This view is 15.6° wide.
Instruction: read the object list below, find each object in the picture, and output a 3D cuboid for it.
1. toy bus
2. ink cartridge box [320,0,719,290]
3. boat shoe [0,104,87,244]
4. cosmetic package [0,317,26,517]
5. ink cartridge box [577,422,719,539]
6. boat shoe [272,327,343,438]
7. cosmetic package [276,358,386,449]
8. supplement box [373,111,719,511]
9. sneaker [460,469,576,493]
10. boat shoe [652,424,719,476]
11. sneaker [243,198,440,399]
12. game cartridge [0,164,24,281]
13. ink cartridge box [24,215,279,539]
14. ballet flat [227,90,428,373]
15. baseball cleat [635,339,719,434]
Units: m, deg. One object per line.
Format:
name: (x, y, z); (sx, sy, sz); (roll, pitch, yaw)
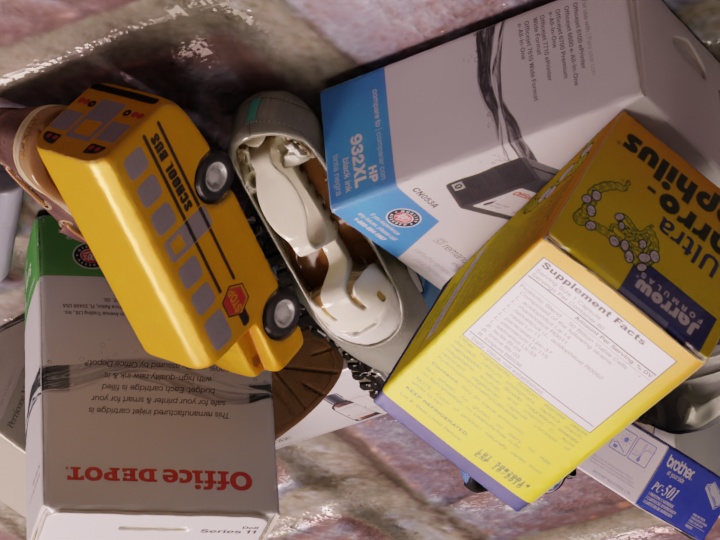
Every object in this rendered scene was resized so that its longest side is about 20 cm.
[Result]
toy bus: (-0.105, -0.015, 1.495); (0.065, 0.078, 0.200); (15, 142, 41)
ink cartridge box: (0.100, -0.072, 1.492); (0.200, 0.084, 0.145); (-19, 148, 25)
boat shoe: (-0.147, -0.045, 1.545); (0.072, 0.072, 0.200); (14, 169, 40)
cosmetic package: (-0.171, 0.127, 1.746); (0.200, 0.104, 0.073); (38, 141, -28)
ink cartridge box: (0.135, 0.098, 1.670); (0.200, 0.044, 0.094); (32, 180, 40)
boat shoe: (-0.100, 0.103, 1.710); (0.200, 0.064, 0.071); (-39, 124, -17)
cosmetic package: (-0.023, 0.072, 1.782); (0.200, 0.051, 0.083); (-20, 147, 27)
supplement box: (0.114, 0.026, 1.433); (0.109, 0.110, 0.200); (38, 141, -5)
sneaker: (0.141, 0.106, 1.807); (0.078, 0.089, 0.200); (9, 156, -41)
boat shoe: (0.240, 0.103, 1.791); (0.064, 0.071, 0.200); (-3, -175, 34)
sneaker: (0.000, 0.000, 1.630); (0.078, 0.090, 0.200); (-7, 136, 38)
game cartridge: (-0.305, -0.030, 1.572); (0.200, 0.042, 0.133); (2, 147, -11)
ink cartridge box: (-0.132, 0.074, 1.612); (0.146, 0.200, 0.083); (4, 151, -13)
ballet flat: (-0.021, -0.009, 1.518); (0.067, 0.064, 0.200); (-22, 112, 19)
baseball cleat: (0.246, 0.057, 1.613); (0.106, 0.070, 0.200); (-9, 177, -33)
